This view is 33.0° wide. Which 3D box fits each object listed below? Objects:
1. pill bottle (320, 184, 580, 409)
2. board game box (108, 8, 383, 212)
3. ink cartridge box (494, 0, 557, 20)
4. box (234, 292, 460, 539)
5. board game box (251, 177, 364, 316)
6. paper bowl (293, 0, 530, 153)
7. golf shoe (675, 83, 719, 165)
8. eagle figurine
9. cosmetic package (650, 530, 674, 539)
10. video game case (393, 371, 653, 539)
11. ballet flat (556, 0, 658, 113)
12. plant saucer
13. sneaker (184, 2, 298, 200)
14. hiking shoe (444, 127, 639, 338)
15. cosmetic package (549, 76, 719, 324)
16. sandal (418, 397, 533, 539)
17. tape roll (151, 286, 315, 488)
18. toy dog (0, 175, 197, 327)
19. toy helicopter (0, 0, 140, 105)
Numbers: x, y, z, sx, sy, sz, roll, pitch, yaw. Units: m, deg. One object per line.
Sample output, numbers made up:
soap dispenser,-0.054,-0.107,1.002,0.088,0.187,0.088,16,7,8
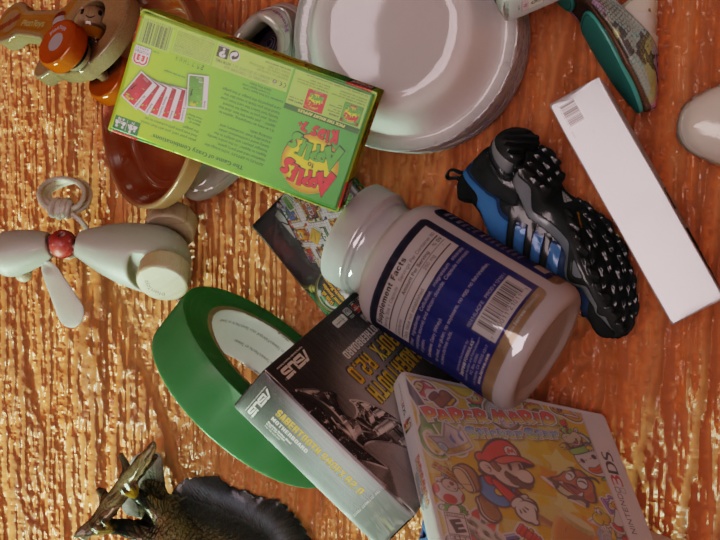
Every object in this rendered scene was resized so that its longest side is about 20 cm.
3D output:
pill bottle,0.071,0.016,1.007,0.200,0.116,0.116,33,104,22
board game box,-0.092,-0.131,0.985,0.199,0.048,0.102,20,104,3
ink cartridge box,0.173,-0.313,0.968,0.199,0.057,0.163,-24,77,5
box,0.007,0.112,0.996,0.158,0.200,0.048,43,118,5
board game box,0.000,0.000,1.106,0.105,0.023,0.200,-42,81,16
paper bowl,0.038,-0.201,1.035,0.200,0.104,0.202,2,95,19
golf shoe,0.345,-0.113,0.945,0.199,0.097,0.079,4,97,19
eagle figurine,-0.162,0.265,1.144,0.200,0.151,0.152,35,151,-17
cosmetic package,0.169,0.243,0.982,0.199,0.102,0.074,22,116,-13
video game case,0.131,0.167,0.954,0.199,0.182,0.023,13,126,-21
ballet flat,0.198,-0.226,1.006,0.071,0.069,0.200,-37,82,-2
plant saucer,-0.181,-0.156,1.102,0.200,0.032,0.202,0,89,53
sneaker,-0.119,-0.153,1.091,0.075,0.100,0.201,31,104,4
hiking shoe,0.161,-0.024,1.037,0.087,0.074,0.201,-36,85,44
cosmetic package,0.226,-0.057,0.995,0.050,0.083,0.201,-29,86,11
sandal,0.098,0.204,1.058,0.079,0.087,0.201,22,103,13
tape roll,-0.085,0.098,1.048,0.200,0.200,0.048,43,105,10
toy dog,-0.237,-0.004,1.149,0.199,0.132,0.097,14,137,21
toy helicopter,-0.277,-0.235,1.138,0.199,0.079,0.133,13,77,41
